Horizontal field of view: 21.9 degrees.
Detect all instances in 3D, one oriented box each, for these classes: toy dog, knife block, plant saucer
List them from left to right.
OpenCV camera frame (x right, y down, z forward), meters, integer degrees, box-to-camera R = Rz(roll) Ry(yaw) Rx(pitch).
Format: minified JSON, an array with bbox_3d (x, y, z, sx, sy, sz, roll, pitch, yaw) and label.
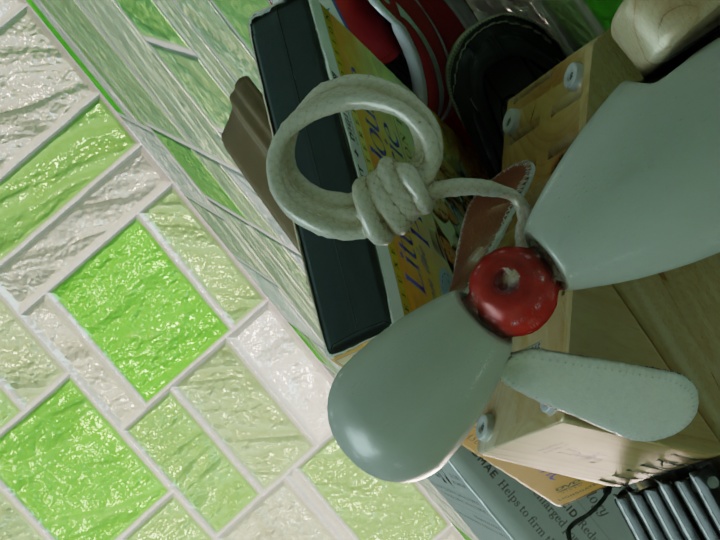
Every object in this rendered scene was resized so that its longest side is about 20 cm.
[{"bbox_3d":[0.000,0.000,0.832,0.200,0.029,0.200,52,-178,-2],"label":"plant saucer"},{"bbox_3d":[0.080,-0.015,0.580,0.096,0.199,0.133,26,-136,-70],"label":"toy dog"},{"bbox_3d":[0.134,0.031,0.665,0.175,0.201,0.064,14,160,-22],"label":"knife block"}]

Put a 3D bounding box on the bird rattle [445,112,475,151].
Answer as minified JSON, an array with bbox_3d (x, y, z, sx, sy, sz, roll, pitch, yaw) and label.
[{"bbox_3d":[0.023,-0.054,0.989,0.200,0.112,0.164,66,178,-57],"label":"bird rattle"}]

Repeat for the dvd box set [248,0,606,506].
[{"bbox_3d":[0.031,-0.003,0.720,0.200,0.029,0.147,38,-148,-54],"label":"dvd box set"}]

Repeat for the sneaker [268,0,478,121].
[{"bbox_3d":[-0.030,-0.135,0.797,0.200,0.071,0.113,43,-153,-7],"label":"sneaker"}]

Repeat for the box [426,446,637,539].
[{"bbox_3d":[0.140,0.131,1.086,0.200,0.131,0.199,50,173,-2],"label":"box"}]

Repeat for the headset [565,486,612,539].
[{"bbox_3d":[0.120,0.055,0.860,0.124,0.093,0.201,55,-150,-54],"label":"headset"}]

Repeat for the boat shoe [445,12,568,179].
[{"bbox_3d":[0.105,-0.018,0.757,0.200,0.074,0.066,59,-177,-6],"label":"boat shoe"}]
